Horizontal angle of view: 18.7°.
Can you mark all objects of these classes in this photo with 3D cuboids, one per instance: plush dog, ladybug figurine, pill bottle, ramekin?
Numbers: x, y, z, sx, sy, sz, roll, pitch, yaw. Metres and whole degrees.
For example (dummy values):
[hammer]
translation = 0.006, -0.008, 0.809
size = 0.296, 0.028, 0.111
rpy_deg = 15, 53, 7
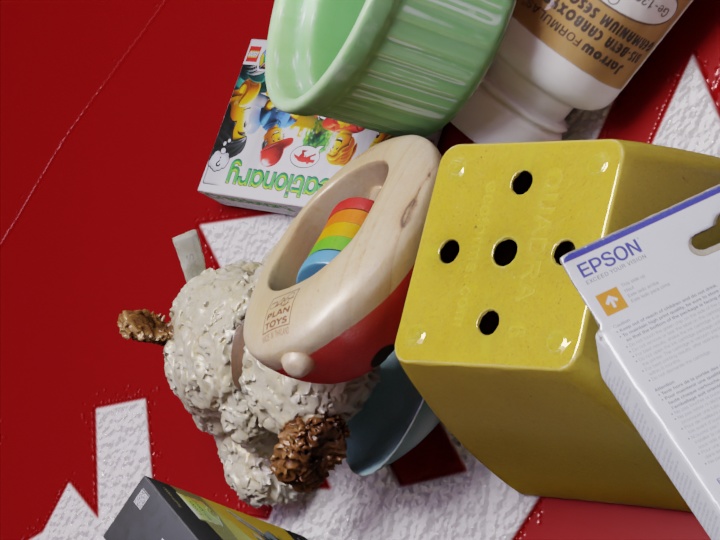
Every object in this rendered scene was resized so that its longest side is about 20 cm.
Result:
[plush dog]
translation = -0.053, 0.053, 1.442
size = 0.171, 0.160, 0.201
rpy_deg = 1, 74, 51
[ladybug figurine]
translation = 0.000, 0.000, 1.333
size = 0.136, 0.072, 0.200
rpy_deg = -21, 29, 43
[pill bottle]
translation = 0.138, -0.168, 1.413
size = 0.200, 0.114, 0.114
rpy_deg = -52, 44, 17
[ramekin]
translation = 0.024, -0.181, 1.398
size = 0.200, 0.097, 0.201
rpy_deg = -52, 28, 42

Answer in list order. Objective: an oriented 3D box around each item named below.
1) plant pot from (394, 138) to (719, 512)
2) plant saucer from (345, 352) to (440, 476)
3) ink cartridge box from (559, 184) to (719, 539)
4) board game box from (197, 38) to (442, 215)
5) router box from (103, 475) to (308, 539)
[plant pot]
translation = 0.135, 0.019, 1.282
size = 0.200, 0.176, 0.201
rpy_deg = 1, 71, 44
[plant saucer]
translation = 0.042, 0.041, 1.421
size = 0.201, 0.039, 0.202
rpy_deg = -163, 90, -76
[ink cartridge box]
translation = 0.234, 0.042, 1.162
size = 0.199, 0.041, 0.200
rpy_deg = -23, 64, -16
[board game box]
translation = -0.025, -0.101, 1.593
size = 0.200, 0.035, 0.127
rpy_deg = 9, 77, 45
[router box]
translation = -0.051, 0.221, 1.371
size = 0.052, 0.157, 0.200
rpy_deg = -55, 45, 7
